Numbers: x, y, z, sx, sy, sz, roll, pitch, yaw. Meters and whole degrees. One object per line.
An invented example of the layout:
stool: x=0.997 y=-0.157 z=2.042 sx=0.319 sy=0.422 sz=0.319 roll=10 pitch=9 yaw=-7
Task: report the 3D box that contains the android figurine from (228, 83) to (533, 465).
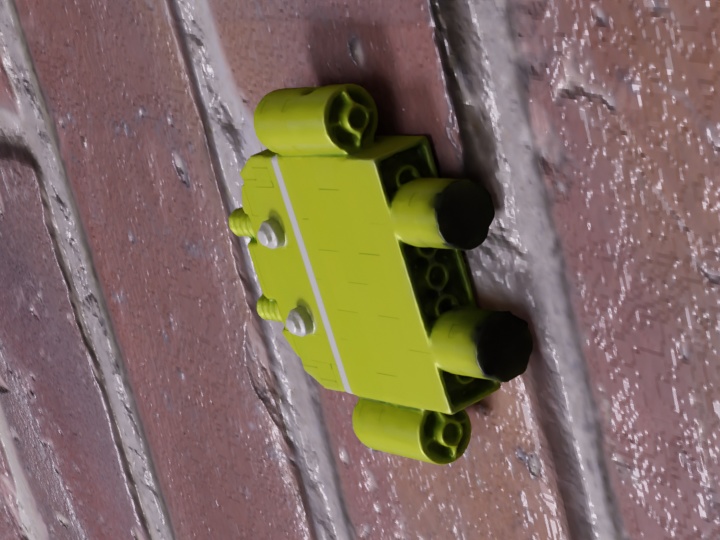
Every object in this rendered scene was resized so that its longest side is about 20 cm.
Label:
android figurine: x=0.000 y=0.000 z=0.948 sx=0.199 sy=0.041 sz=0.183 roll=8 pitch=119 yaw=56
